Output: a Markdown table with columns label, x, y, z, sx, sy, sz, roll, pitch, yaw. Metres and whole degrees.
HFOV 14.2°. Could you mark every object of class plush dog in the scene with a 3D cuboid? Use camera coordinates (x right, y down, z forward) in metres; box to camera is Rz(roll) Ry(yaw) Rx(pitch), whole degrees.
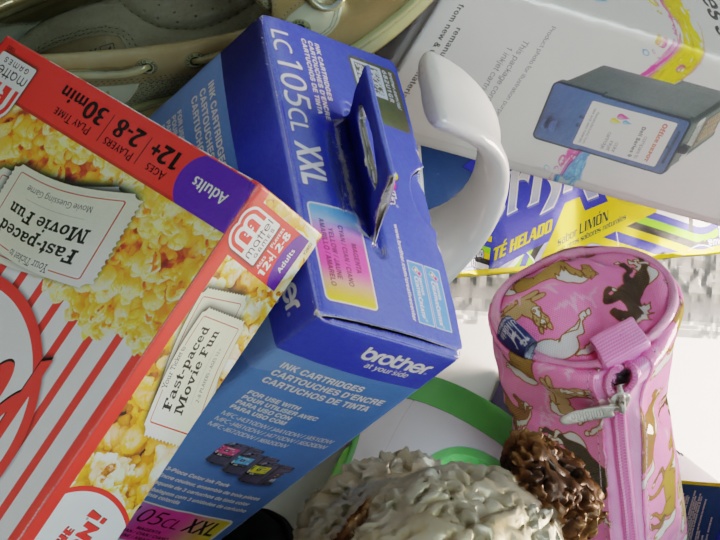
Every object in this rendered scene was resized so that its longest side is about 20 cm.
| label | x | y | z | sx | sy | sz | roll | pitch | yaw |
| --- | --- | --- | --- | --- | --- | --- | --- | --- | --- |
| plush dog | 0.011 | 0.137 | 1.063 | 0.199 | 0.172 | 0.161 | -28 | 68 | -35 |

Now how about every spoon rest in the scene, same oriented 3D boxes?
| label | x | y | z | sx | sy | sz | roll | pitch | yaw |
| --- | --- | --- | --- | --- | --- | --- | --- | --- | --- |
| spoon rest | 0.000 | 0.000 | 1.170 | 0.060 | 0.200 | 0.100 | 18 | 41 | -26 |

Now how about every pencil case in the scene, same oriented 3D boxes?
| label | x | y | z | sx | sy | sz | roll | pitch | yaw |
| --- | --- | --- | --- | --- | --- | --- | --- | --- | --- |
| pencil case | 0.102 | 0.090 | 1.214 | 0.087 | 0.082 | 0.201 | -47 | 140 | -43 |

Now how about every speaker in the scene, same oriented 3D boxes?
| label | x | y | z | sx | sy | sz | roll | pitch | yaw |
| --- | --- | --- | --- | --- | --- | --- | --- | --- | --- |
| speaker | 0.001 | 0.147 | 1.238 | 0.088 | 0.088 | 0.201 | 41 | 67 | -32 |

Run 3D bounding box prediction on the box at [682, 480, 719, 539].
| label | x | y | z | sx | sy | sz | roll | pitch | yaw |
| --- | --- | --- | --- | --- | --- | --- | --- | --- | --- |
| box | 0.210 | 0.133 | 1.261 | 0.070 | 0.199 | 0.065 | 21 | 78 | -36 |

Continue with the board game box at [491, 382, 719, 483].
| label | x | y | z | sx | sy | sz | roll | pitch | yaw |
| --- | --- | --- | --- | --- | --- | --- | --- | --- | --- |
| board game box | 0.098 | 0.172 | 1.336 | 0.165 | 0.057 | 0.201 | 36 | 69 | -32 |

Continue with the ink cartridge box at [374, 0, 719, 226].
| label | x | y | z | sx | sy | sz | roll | pitch | yaw |
| --- | --- | --- | --- | --- | --- | --- | --- | --- | --- |
| ink cartridge box | 0.087 | -0.112 | 1.230 | 0.199 | 0.088 | 0.146 | 16 | 37 | -27 |

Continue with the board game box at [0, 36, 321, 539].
| label | x | y | z | sx | sy | sz | roll | pitch | yaw |
| --- | --- | --- | --- | --- | --- | --- | --- | --- | --- |
| board game box | -0.127 | 0.033 | 1.040 | 0.201 | 0.151 | 0.046 | -57 | 140 | -5 |

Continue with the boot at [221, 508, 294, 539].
| label | x | y | z | sx | sy | sz | roll | pitch | yaw |
| --- | --- | --- | --- | --- | --- | --- | --- | --- | --- |
| boot | -0.125 | 0.129 | 1.138 | 0.200 | 0.076 | 0.168 | -49 | 124 | -20 |

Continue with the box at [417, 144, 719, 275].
| label | x | y | z | sx | sy | sz | roll | pitch | yaw |
| --- | --- | --- | --- | --- | --- | --- | --- | --- | --- |
| box | 0.075 | -0.033 | 1.291 | 0.199 | 0.070 | 0.065 | -6 | 92 | -39 |

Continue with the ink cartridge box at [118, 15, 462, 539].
| label | x | y | z | sx | sy | sz | roll | pitch | yaw |
| --- | --- | --- | --- | --- | --- | --- | --- | --- | --- |
| ink cartridge box | -0.041 | 0.001 | 1.100 | 0.076 | 0.200 | 0.137 | 17 | 48 | -40 |

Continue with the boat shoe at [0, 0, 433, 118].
| label | x | y | z | sx | sy | sz | roll | pitch | yaw |
| --- | --- | --- | --- | --- | --- | --- | --- | --- | --- |
| boat shoe | -0.057 | -0.108 | 1.121 | 0.063 | 0.199 | 0.074 | 50 | 25 | -60 |
